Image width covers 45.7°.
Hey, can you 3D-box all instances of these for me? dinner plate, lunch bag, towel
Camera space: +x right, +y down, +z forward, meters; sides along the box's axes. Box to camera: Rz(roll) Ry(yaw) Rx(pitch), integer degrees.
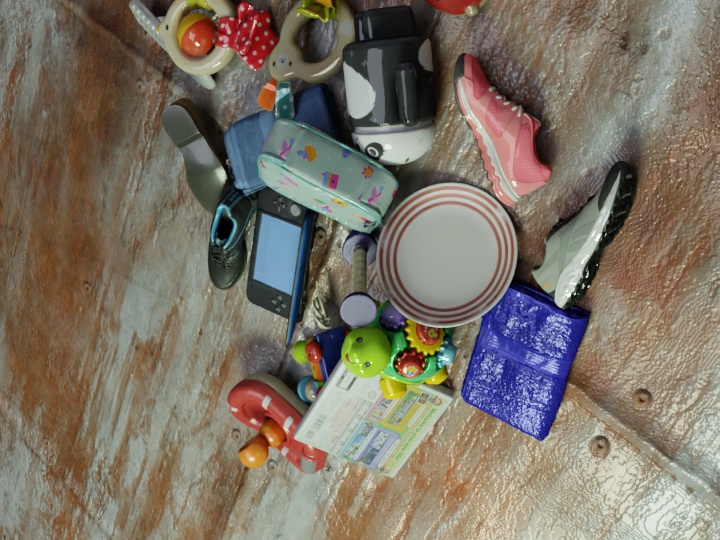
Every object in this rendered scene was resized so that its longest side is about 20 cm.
[{"bbox_3d":[0.117,-0.021,1.167,0.195,0.024,0.205,-5,73,15],"label":"dinner plate"},{"bbox_3d":[-0.046,-0.123,1.187,0.197,0.160,0.078,27,79,-3],"label":"lunch bag"},{"bbox_3d":[0.217,0.120,1.172,0.146,0.049,0.204,26,118,28],"label":"towel"},{"bbox_3d":[-0.116,-0.199,1.299,0.197,0.048,0.114,-19,82,29],"label":"towel"}]

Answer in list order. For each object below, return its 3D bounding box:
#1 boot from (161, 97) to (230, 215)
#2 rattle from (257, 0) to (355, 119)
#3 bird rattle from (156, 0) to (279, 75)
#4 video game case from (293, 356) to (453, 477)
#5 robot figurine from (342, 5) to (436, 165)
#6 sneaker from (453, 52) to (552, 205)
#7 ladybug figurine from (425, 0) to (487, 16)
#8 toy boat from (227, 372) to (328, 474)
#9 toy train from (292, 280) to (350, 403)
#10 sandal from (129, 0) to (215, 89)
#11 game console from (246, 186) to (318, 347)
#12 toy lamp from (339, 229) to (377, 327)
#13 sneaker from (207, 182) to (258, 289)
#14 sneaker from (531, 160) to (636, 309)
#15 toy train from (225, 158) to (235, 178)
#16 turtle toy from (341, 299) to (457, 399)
[{"bbox_3d":[-0.259,-0.191,1.421,0.072,0.076,0.203,-15,113,14],"label":"boot"},{"bbox_3d":[-0.100,-0.308,1.192,0.199,0.143,0.131,-38,86,16],"label":"rattle"},{"bbox_3d":[-0.226,-0.373,1.308,0.163,0.113,0.201,-41,89,20],"label":"bird rattle"},{"bbox_3d":[0.018,0.220,1.302,0.179,0.022,0.202,24,123,-13],"label":"video game case"},{"bbox_3d":[0.037,-0.244,1.142,0.122,0.150,0.205,0,106,23],"label":"robot figurine"},{"bbox_3d":[0.186,-0.192,1.100,0.085,0.074,0.204,-21,95,24],"label":"sneaker"},{"bbox_3d":[0.099,-0.416,1.080,0.135,0.071,0.203,-30,86,37],"label":"ladybug figurine"},{"bbox_3d":[-0.151,0.272,1.419,0.199,0.130,0.132,38,146,21],"label":"toy boat"},{"bbox_3d":[-0.070,0.121,1.372,0.115,0.083,0.205,-12,92,54],"label":"toy train"},{"bbox_3d":[-0.299,-0.380,1.390,0.050,0.083,0.203,-44,82,-8],"label":"sandal"},{"bbox_3d":[-0.133,-0.011,1.335,0.168,0.117,0.205,20,110,29],"label":"game console"},{"bbox_3d":[0.000,0.000,1.211,0.057,0.202,0.059,0,123,-1],"label":"toy lamp"},{"bbox_3d":[-0.227,-0.048,1.412,0.072,0.082,0.203,22,123,11],"label":"sneaker"},{"bbox_3d":[0.275,-0.049,1.066,0.079,0.073,0.203,39,123,25],"label":"sneaker"},{"bbox_3d":[-0.138,-0.154,1.356,0.197,0.034,0.047,18,110,30],"label":"toy train"},{"bbox_3d":[0.056,0.100,1.194,0.101,0.197,0.149,-31,77,59],"label":"turtle toy"}]
